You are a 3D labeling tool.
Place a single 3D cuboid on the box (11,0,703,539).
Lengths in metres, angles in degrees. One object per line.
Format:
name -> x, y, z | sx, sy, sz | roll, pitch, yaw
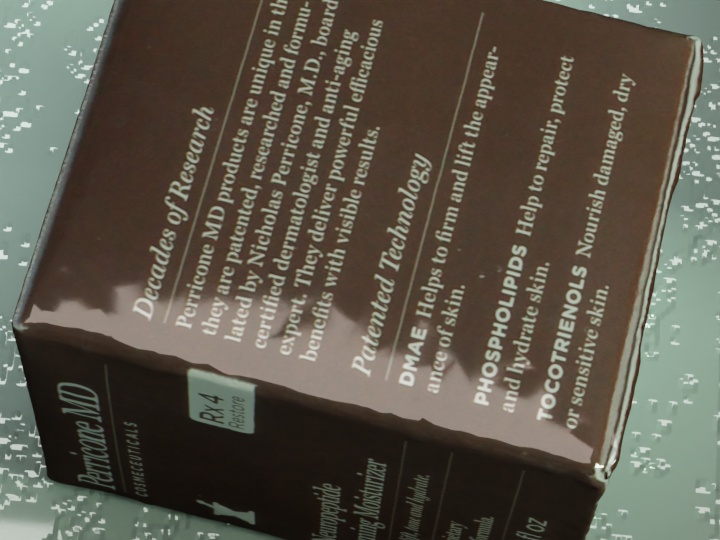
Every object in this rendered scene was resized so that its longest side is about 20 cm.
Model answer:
box -> 0.000, 0.000, 0.907 | 0.199, 0.166, 0.165 | 13, 68, 3
